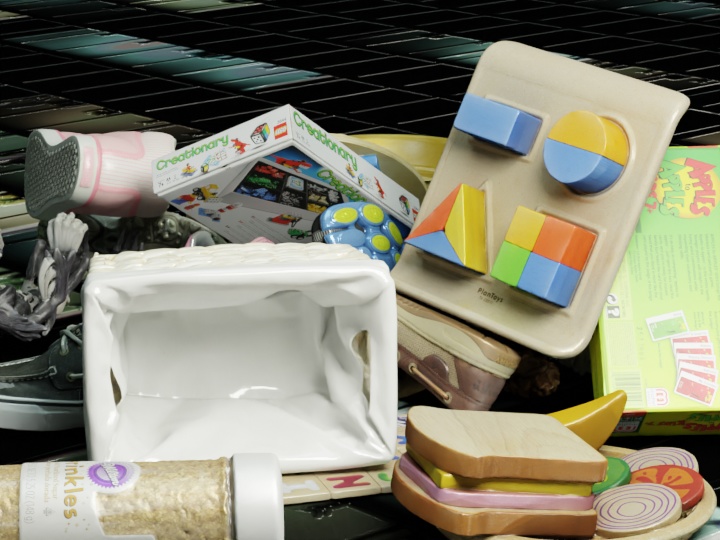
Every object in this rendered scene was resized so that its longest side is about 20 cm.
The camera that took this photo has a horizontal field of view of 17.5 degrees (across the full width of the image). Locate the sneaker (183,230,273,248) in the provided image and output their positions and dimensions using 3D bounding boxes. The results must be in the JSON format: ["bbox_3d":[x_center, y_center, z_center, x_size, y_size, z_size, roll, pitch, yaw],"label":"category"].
[{"bbox_3d":[-0.060,0.019,1.777,0.200,0.082,0.070,9,17,29],"label":"sneaker"}]

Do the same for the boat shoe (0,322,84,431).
[{"bbox_3d":[-0.187,0.067,1.619,0.200,0.071,0.072,-3,15,-9],"label":"boat shoe"}]

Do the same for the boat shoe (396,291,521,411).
[{"bbox_3d":[0.029,0.056,1.659,0.072,0.072,0.200,20,4,-45],"label":"boat shoe"}]

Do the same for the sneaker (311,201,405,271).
[{"bbox_3d":[0.000,0.000,1.815,0.083,0.071,0.200,-10,-15,14],"label":"sneaker"}]

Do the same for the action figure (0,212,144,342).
[{"bbox_3d":[-0.261,-0.001,1.825,0.119,0.102,0.200,9,14,26],"label":"action figure"}]

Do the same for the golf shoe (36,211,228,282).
[{"bbox_3d":[-0.172,-0.020,1.953,0.200,0.078,0.097,11,12,32],"label":"golf shoe"}]

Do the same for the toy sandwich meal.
[{"bbox_3d":[0.117,0.119,1.425,0.205,0.070,0.205,0,15,0],"label":"toy sandwich meal"}]

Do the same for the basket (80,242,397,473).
[{"bbox_3d":[-0.083,0.055,1.530,0.200,0.136,0.123,-2,11,-8],"label":"basket"}]

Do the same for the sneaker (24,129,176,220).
[{"bbox_3d":[-0.208,-0.076,1.903,0.105,0.075,0.200,3,0,-23],"label":"sneaker"}]

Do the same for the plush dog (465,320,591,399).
[{"bbox_3d":[0.148,0.011,1.705,0.172,0.200,0.160,3,-21,-27],"label":"plush dog"}]

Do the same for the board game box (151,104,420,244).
[{"bbox_3d":[-0.054,-0.057,1.821,0.126,0.035,0.200,-20,-29,24],"label":"board game box"}]

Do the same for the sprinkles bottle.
[{"bbox_3d":[-0.145,0.142,1.347,0.200,0.068,0.068,-2,15,-5],"label":"sprinkles bottle"}]

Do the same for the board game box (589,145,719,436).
[{"bbox_3d":[0.207,0.013,1.610,0.102,0.200,0.048,-1,-25,-4],"label":"board game box"}]

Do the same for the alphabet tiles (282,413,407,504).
[{"bbox_3d":[-0.044,0.121,1.543,0.200,0.006,0.166,-5,16,-17],"label":"alphabet tiles"}]

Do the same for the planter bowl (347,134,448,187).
[{"bbox_3d":[0.023,-0.062,2.081,0.200,0.083,0.200,-1,14,0],"label":"planter bowl"}]

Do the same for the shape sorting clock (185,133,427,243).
[{"bbox_3d":[-0.044,-0.055,1.917,0.200,0.200,0.039,0,54,-1],"label":"shape sorting clock"}]

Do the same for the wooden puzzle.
[{"bbox_3d":[0.113,-0.057,1.619,0.185,0.200,0.046,23,-3,44],"label":"wooden puzzle"}]
